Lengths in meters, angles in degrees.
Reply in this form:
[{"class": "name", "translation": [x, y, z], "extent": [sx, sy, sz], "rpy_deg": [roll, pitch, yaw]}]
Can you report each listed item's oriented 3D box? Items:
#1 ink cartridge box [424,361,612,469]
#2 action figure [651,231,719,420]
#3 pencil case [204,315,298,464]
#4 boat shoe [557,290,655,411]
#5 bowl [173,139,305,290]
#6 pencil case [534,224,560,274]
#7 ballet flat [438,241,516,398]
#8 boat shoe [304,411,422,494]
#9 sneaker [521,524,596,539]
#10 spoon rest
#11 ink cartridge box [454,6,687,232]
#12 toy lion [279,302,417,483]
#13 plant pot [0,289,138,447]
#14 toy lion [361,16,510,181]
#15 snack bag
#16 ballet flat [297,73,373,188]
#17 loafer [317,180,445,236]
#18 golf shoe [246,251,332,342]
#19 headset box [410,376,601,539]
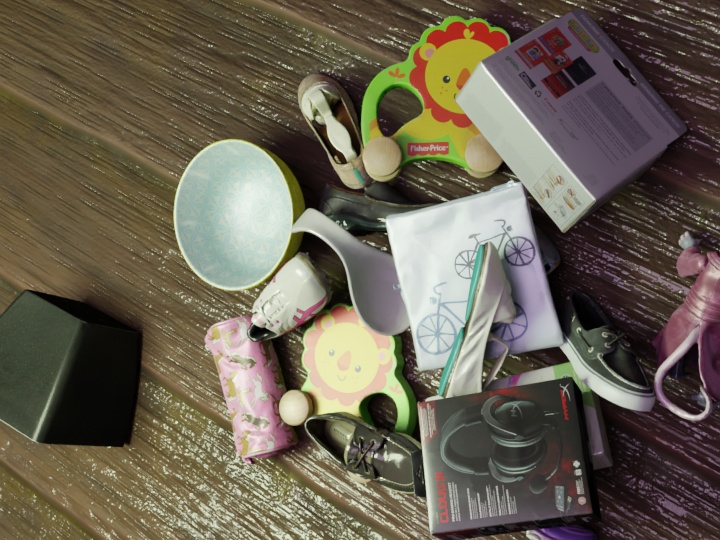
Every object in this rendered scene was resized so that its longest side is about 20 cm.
[{"class": "ink cartridge box", "translation": [0.184, 0.189, 1.272], "extent": [0.199, 0.067, 0.118], "rpy_deg": [-15, 64, 16]}, {"class": "action figure", "translation": [0.370, 0.037, 1.161], "extent": [0.133, 0.148, 0.201], "rpy_deg": [27, 120, 31]}, {"class": "pencil case", "translation": [-0.152, 0.164, 1.499], "extent": [0.086, 0.082, 0.201], "rpy_deg": [-25, 79, 44]}, {"class": "boat shoe", "translation": [0.271, 0.087, 1.208], "extent": [0.200, 0.068, 0.057], "rpy_deg": [-123, 44, -60]}, {"class": "bowl", "translation": [-0.146, -0.075, 1.473], "extent": [0.199, 0.107, 0.202], "rpy_deg": [1, 92, 30]}, {"class": "pencil case", "translation": [0.152, 0.022, 1.317], "extent": [0.200, 0.083, 0.091], "rpy_deg": [-44, 57, 24]}, {"class": "ballet flat", "translation": [0.143, 0.065, 1.232], "extent": [0.069, 0.069, 0.201], "rpy_deg": [24, 111, 27]}, {"class": "boat shoe", "translation": [0.005, 0.223, 1.315], "extent": [0.199, 0.065, 0.074], "rpy_deg": [13, 93, 48]}, {"class": "sneaker", "translation": [0.206, 0.265, 1.299], "extent": [0.200, 0.081, 0.084], "rpy_deg": [39, 102, 23]}, {"class": "spoon rest", "translation": [0.000, 0.000, 1.371], "extent": [0.200, 0.061, 0.100], "rpy_deg": [43, 72, -13]}, {"class": "ink cartridge box", "translation": [0.241, -0.176, 1.226], "extent": [0.200, 0.175, 0.084], "rpy_deg": [52, 152, 9]}, {"class": "toy lion", "translation": [-0.004, 0.150, 1.431], "extent": [0.200, 0.069, 0.192], "rpy_deg": [37, 101, 24]}, {"class": "plant pot", "translation": [-0.449, 0.141, 1.620], "extent": [0.199, 0.200, 0.179], "rpy_deg": [24, 90, 28]}, {"class": "toy lion", "translation": [0.100, -0.211, 1.317], "extent": [0.198, 0.069, 0.193], "rpy_deg": [-2, 88, 4]}, {"class": "snack bag", "translation": [0.128, 0.009, 1.269], "extent": [0.187, 0.021, 0.202], "rpy_deg": [-14, 92, 25]}, {"class": "ballet flat", "translation": [-0.036, -0.197, 1.409], "extent": [0.068, 0.067, 0.201], "rpy_deg": [-34, 61, 6]}, {"class": "loafer", "translation": [0.026, -0.084, 1.397], "extent": [0.199, 0.073, 0.073], "rpy_deg": [0, 87, 29]}, {"class": "golf shoe", "translation": [-0.095, 0.045, 1.403], "extent": [0.073, 0.092, 0.200], "rpy_deg": [48, 154, 7]}, {"class": "headset box", "translation": [0.153, 0.212, 1.192], "extent": [0.198, 0.077, 0.150], "rpy_deg": [-11, 67, 16]}]
